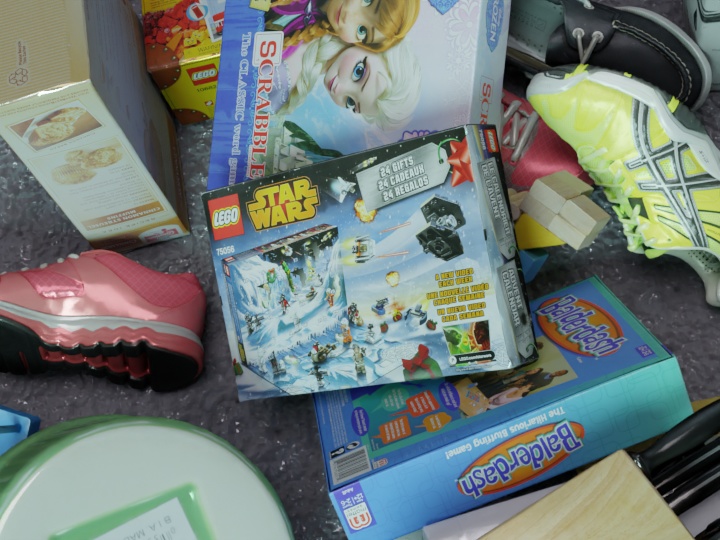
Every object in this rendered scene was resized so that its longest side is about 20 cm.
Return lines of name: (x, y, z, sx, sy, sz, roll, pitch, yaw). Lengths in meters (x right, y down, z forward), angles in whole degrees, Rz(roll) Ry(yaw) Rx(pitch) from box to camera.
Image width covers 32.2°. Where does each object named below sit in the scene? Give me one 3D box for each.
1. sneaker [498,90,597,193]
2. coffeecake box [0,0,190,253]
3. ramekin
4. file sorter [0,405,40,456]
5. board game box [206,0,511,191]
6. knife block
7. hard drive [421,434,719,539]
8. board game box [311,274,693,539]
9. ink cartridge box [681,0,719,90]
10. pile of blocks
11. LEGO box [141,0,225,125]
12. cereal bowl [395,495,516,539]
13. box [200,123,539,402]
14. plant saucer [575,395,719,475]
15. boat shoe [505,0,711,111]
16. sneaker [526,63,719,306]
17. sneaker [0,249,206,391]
sneaker: (0.070, -0.099, 0.840, 0.200, 0.087, 0.074, 19, 71, 19)
coffeecake box: (-0.187, -0.125, 0.849, 0.073, 0.200, 0.154, -14, 62, 4)
ramekin: (-0.131, 0.175, 0.700, 0.200, 0.098, 0.200, 6, 75, -22)
file sorter: (-0.305, 0.168, 0.744, 0.139, 0.123, 0.200, 14, 90, 18)
board game box: (-0.003, -0.138, 0.798, 0.199, 0.041, 0.200, 5, 90, 33)
knife block: (0.115, 0.131, 0.627, 0.200, 0.064, 0.176, 11, 63, 7)
hard drive: (0.148, 0.169, 0.656, 0.200, 0.025, 0.132, -16, 63, -7)
board game box: (0.074, 0.078, 0.737, 0.200, 0.152, 0.045, -22, 107, 1)
ink cartridge box: (0.256, -0.232, 0.810, 0.084, 0.200, 0.146, -3, 64, 10)
pile of blocks: (0.072, -0.021, 0.812, 0.200, 0.062, 0.082, 0, 101, 34)
LEGO box: (-0.057, -0.209, 0.932, 0.200, 0.077, 0.149, -12, 64, 5)
cereal bowl: (0.063, 0.218, 0.702, 0.200, 0.083, 0.200, -5, 64, 10)
box: (0.000, 0.000, 0.747, 0.200, 0.040, 0.137, -10, 91, 35)
plant saucer: (0.236, 0.168, 0.698, 0.200, 0.048, 0.200, -11, 62, -4)
boat shoe: (0.143, -0.156, 0.862, 0.200, 0.076, 0.060, 28, 33, 31)
sneaker: (0.184, -0.054, 0.777, 0.200, 0.075, 0.076, 35, 79, -5)
sneaker: (-0.200, 0.024, 0.854, 0.200, 0.074, 0.087, 11, 54, -2)
